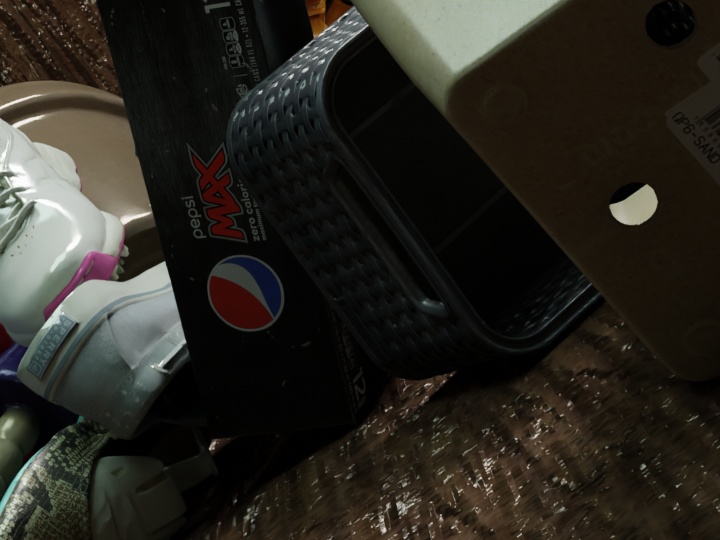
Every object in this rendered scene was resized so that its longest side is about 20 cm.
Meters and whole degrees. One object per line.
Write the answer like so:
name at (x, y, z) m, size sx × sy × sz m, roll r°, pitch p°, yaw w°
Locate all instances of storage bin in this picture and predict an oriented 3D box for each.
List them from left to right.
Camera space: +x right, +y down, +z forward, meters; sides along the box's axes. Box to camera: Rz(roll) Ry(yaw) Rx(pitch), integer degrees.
storage bin at (0.064, -0.066, 1.127) m, size 0.200 × 0.135 × 0.094 m, roll -41°, pitch 10°, yaw -24°

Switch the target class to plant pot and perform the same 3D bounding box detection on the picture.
plant pot at (-0.132, 0.013, 1.478) m, size 0.200 × 0.201 × 0.174 m, roll -39°, pitch 27°, yaw -16°
plant pot at (0.106, -0.087, 0.898) m, size 0.200 × 0.200 × 0.177 m, roll -34°, pitch 28°, yaw 17°

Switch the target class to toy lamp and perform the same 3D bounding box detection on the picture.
toy lamp at (-0.173, 0.105, 1.308) m, size 0.058 × 0.058 × 0.201 m, roll -29°, pitch 29°, yaw 45°

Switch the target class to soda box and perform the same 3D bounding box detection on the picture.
soda box at (-0.046, -0.035, 1.186) m, size 0.070 × 0.201 × 0.063 m, roll -7°, pitch 18°, yaw 20°

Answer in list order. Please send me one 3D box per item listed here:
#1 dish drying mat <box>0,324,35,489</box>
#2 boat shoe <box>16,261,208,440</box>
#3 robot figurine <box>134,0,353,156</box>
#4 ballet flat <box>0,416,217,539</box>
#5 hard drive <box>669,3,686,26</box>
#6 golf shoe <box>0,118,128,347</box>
dish drying mat at (-0.193, 0.049, 1.364) m, size 0.018 × 0.201 × 0.077 m, roll -18°, pitch 18°, yaw 38°
boat shoe at (-0.084, 0.042, 1.265) m, size 0.070 × 0.071 × 0.201 m, roll -54°, pitch -11°, yaw 13°
robot figurine at (-0.025, -0.091, 1.299) m, size 0.144 × 0.058 × 0.200 m, roll -24°, pitch -16°, yaw -23°
ballet flat at (-0.103, 0.093, 1.256) m, size 0.075 × 0.068 × 0.200 m, roll -9°, pitch 14°, yaw 13°
hard drive at (0.075, -0.124, 1.232) m, size 0.132 × 0.201 × 0.026 m, roll -40°, pitch 37°, yaw -24°
golf shoe at (-0.166, -0.025, 1.314) m, size 0.075 × 0.091 × 0.200 m, roll -51°, pitch 25°, yaw 1°
